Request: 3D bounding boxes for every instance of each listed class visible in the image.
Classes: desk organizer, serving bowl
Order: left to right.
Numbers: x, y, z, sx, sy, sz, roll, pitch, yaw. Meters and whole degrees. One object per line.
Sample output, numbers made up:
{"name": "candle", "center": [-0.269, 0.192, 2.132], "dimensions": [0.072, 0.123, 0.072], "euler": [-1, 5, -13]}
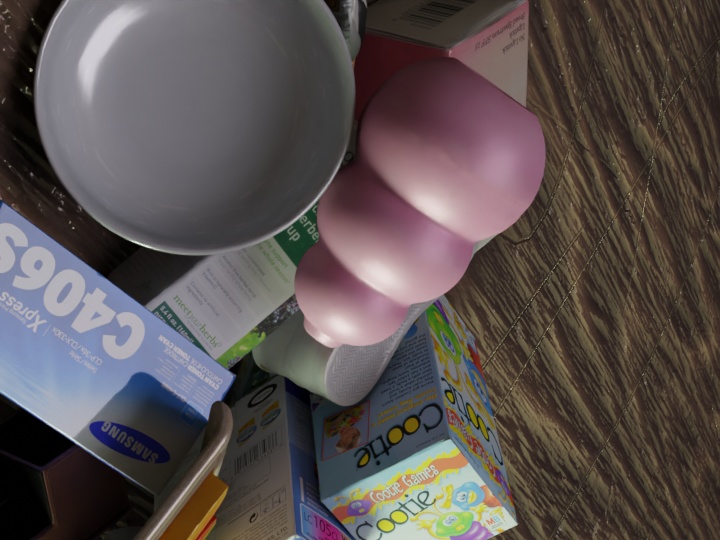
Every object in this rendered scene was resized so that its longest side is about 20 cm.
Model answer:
{"name": "desk organizer", "center": [-0.242, 0.165, 0.990], "dimensions": [0.200, 0.072, 0.077], "euler": [-37, 133, -43]}
{"name": "serving bowl", "center": [-0.106, -0.109, 0.985], "dimensions": [0.066, 0.200, 0.201], "euler": [-178, -71, -80]}

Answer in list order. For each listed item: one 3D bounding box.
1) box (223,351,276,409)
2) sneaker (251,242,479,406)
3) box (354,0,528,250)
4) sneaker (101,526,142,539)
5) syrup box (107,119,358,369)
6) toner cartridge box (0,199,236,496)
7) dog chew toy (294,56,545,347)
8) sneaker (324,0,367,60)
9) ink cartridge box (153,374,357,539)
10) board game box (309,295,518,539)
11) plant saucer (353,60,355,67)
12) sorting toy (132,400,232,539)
{"name": "box", "center": [-0.042, 0.014, 1.218], "dimensions": [0.137, 0.040, 0.200], "euler": [-10, 127, -56]}
{"name": "sneaker", "center": [0.000, 0.000, 1.121], "dimensions": [0.200, 0.115, 0.074], "euler": [-51, 127, -20]}
{"name": "box", "center": [0.063, -0.123, 1.278], "dimensions": [0.128, 0.109, 0.200], "euler": [-38, 136, -43]}
{"name": "sneaker", "center": [-0.197, 0.259, 1.103], "dimensions": [0.200, 0.075, 0.114], "euler": [-10, 112, -58]}
{"name": "syrup box", "center": [-0.068, -0.019, 1.071], "dimensions": [0.200, 0.081, 0.079], "euler": [-40, 120, -6]}
{"name": "toner cartridge box", "center": [-0.180, 0.049, 0.964], "dimensions": [0.200, 0.043, 0.095], "euler": [39, 77, -30]}
{"name": "dog chew toy", "center": [0.030, -0.036, 1.000], "dimensions": [0.200, 0.124, 0.124], "euler": [-55, 150, 9]}
{"name": "sneaker", "center": [-0.020, -0.237, 1.050], "dimensions": [0.088, 0.076, 0.201], "euler": [-12, 90, -48]}
{"name": "ink cartridge box", "center": [-0.079, 0.167, 1.120], "dimensions": [0.136, 0.200, 0.076], "euler": [-35, 125, 19]}
{"name": "board game box", "center": [0.032, 0.105, 1.126], "dimensions": [0.103, 0.105, 0.200], "euler": [53, 17, -34]}
{"name": "plant saucer", "center": [-0.074, -0.150, 1.117], "dimensions": [0.200, 0.037, 0.201], "euler": [-34, 133, -46]}
{"name": "sorting toy", "center": [-0.135, 0.191, 0.977], "dimensions": [0.200, 0.036, 0.185], "euler": [-57, 177, -21]}
